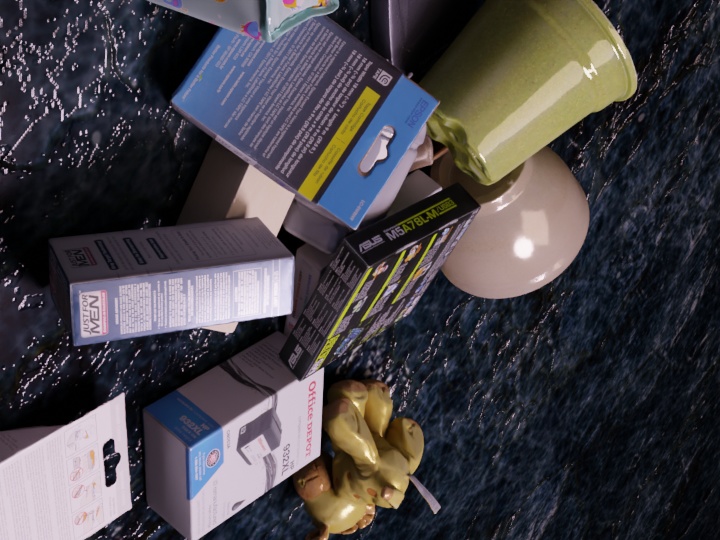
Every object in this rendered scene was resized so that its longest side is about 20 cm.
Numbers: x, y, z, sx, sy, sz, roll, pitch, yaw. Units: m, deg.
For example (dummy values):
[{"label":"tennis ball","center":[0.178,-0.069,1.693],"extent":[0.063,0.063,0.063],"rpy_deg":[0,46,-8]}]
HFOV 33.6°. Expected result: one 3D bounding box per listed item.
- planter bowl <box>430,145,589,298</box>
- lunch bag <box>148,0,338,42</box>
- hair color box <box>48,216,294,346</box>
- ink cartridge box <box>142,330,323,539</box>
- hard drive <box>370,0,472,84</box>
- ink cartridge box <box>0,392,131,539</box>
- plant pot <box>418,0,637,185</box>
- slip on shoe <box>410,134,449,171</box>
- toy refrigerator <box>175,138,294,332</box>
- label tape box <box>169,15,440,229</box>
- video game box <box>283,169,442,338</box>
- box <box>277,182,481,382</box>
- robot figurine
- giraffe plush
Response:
[{"label":"planter bowl","center":[0.158,-0.087,1.412],"extent":[0.201,0.199,0.135],"rpy_deg":[-52,141,-12]},{"label":"lunch bag","center":[-0.103,-0.297,0.902],"extent":[0.122,0.169,0.202],"rpy_deg":[-39,143,-41]},{"label":"hair color box","center":[-0.167,0.006,1.054],"extent":[0.198,0.100,0.061],"rpy_deg":[-7,116,-23]},{"label":"ink cartridge box","center":[-0.137,0.181,1.318],"extent":[0.199,0.083,0.146],"rpy_deg":[-30,137,-38]},{"label":"hard drive","center":[0.066,-0.269,1.275],"extent":[0.135,0.042,0.201],"rpy_deg":[-40,143,-28]},{"label":"ink cartridge box","center":[-0.314,0.213,1.144],"extent":[0.199,0.050,0.162],"rpy_deg":[-33,139,-42]},{"label":"plant pot","center":[0.158,-0.199,1.268],"extent":[0.184,0.200,0.201],"rpy_deg":[-43,146,-4]},{"label":"slip on shoe","center":[0.056,-0.141,1.346],"extent":[0.199,0.060,0.077],"rpy_deg":[-34,140,-35]},{"label":"toy refrigerator","center":[-0.130,-0.047,1.164],"extent":[0.076,0.070,0.202],"rpy_deg":[14,103,-50]},{"label":"label tape box","center":[-0.051,-0.150,1.075],"extent":[0.145,0.199,0.063],"rpy_deg":[-55,-172,-5]},{"label":"video game box","center":[0.000,0.000,1.366],"extent":[0.199,0.047,0.183],"rpy_deg":[-35,151,-34]},{"label":"box","center":[0.020,0.012,1.272],"extent":[0.192,0.048,0.201],"rpy_deg":[-26,157,-41]},{"label":"robot figurine","center":[-0.005,-0.118,1.214],"extent":[0.202,0.112,0.170],"rpy_deg":[-63,171,9]},{"label":"giraffe plush","center":[-0.014,0.258,1.506],"extent":[0.162,0.201,0.172],"rpy_deg":[-40,159,26]}]
